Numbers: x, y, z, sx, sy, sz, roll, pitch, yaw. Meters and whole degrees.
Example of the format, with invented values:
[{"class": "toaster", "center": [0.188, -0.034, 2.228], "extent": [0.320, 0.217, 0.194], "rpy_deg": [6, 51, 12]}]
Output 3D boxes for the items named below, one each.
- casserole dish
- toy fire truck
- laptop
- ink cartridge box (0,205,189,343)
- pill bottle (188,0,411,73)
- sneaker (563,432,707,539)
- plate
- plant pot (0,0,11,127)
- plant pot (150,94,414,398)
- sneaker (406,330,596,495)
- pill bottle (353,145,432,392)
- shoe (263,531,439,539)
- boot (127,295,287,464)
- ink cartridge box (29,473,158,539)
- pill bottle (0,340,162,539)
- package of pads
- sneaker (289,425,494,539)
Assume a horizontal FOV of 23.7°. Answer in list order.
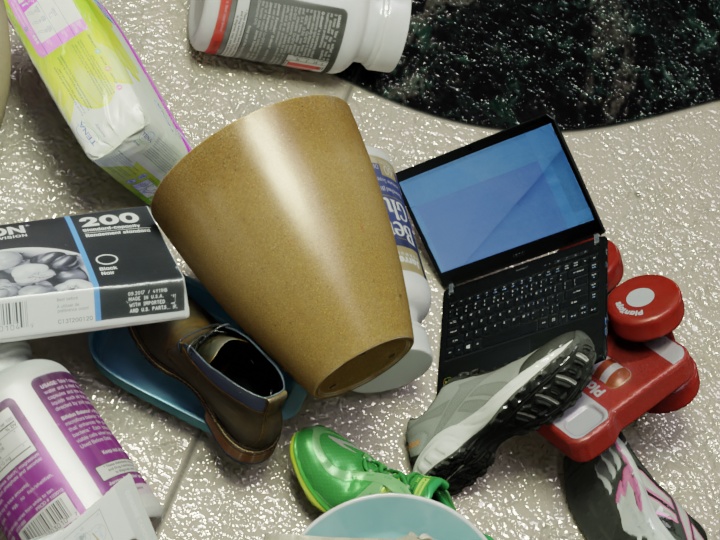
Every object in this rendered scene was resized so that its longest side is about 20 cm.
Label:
[{"class": "casserole dish", "center": [-0.141, 0.074, 1.461], "extent": [0.199, 0.039, 0.122], "rpy_deg": [26, 55, -2]}, {"class": "toy fire truck", "center": [0.194, 0.074, 1.521], "extent": [0.167, 0.113, 0.200], "rpy_deg": [-32, 38, -17]}, {"class": "laptop", "center": [0.118, -0.005, 1.506], "extent": [0.103, 0.176, 0.202], "rpy_deg": [38, 45, -39]}, {"class": "ink cartridge box", "center": [-0.256, -0.007, 1.392], "extent": [0.196, 0.044, 0.200], "rpy_deg": [-8, 25, -17]}, {"class": "pill bottle", "center": [-0.058, -0.252, 1.645], "extent": [0.198, 0.116, 0.117], "rpy_deg": [9, 57, -15]}, {"class": "sneaker", "center": [0.253, 0.224, 1.503], "extent": [0.086, 0.080, 0.201], "rpy_deg": [2, 54, -46]}, {"class": "plate", "center": [0.023, 0.277, 1.364], "extent": [0.198, 0.026, 0.202], "rpy_deg": [0, 88, -7]}, {"class": "plant pot", "center": [-0.375, -0.142, 1.437], "extent": [0.199, 0.200, 0.136], "rpy_deg": [-25, 106, -31]}, {"class": "plant pot", "center": [-0.045, -0.005, 1.382], "extent": [0.185, 0.187, 0.201], "rpy_deg": [-19, 70, -28]}, {"class": "sneaker", "center": [0.111, 0.107, 1.449], "extent": [0.074, 0.200, 0.080], "rpy_deg": [25, 35, -46]}, {"class": "pill bottle", "center": [0.000, 0.000, 1.513], "extent": [0.110, 0.111, 0.202], "rpy_deg": [-4, 62, -22]}, {"class": "shoe", "center": [0.019, 0.222, 1.316], "extent": [0.198, 0.070, 0.054], "rpy_deg": [-4, 67, -1]}, {"class": "boot", "center": [-0.124, 0.055, 1.396], "extent": [0.074, 0.097, 0.200], "rpy_deg": [-33, 74, -31]}, {"class": "ink cartridge box", "center": [-0.225, 0.265, 1.247], "extent": [0.057, 0.164, 0.200], "rpy_deg": [8, 38, 37]}, {"class": "pill bottle", "center": [-0.251, 0.142, 1.335], "extent": [0.112, 0.112, 0.201], "rpy_deg": [-28, 72, -31]}, {"class": "package of pads", "center": [-0.229, -0.168, 1.506], "extent": [0.068, 0.155, 0.201], "rpy_deg": [-34, 72, 4]}, {"class": "sneaker", "center": [0.031, 0.187, 1.420], "extent": [0.199, 0.084, 0.074], "rpy_deg": [37, 36, 0]}]
